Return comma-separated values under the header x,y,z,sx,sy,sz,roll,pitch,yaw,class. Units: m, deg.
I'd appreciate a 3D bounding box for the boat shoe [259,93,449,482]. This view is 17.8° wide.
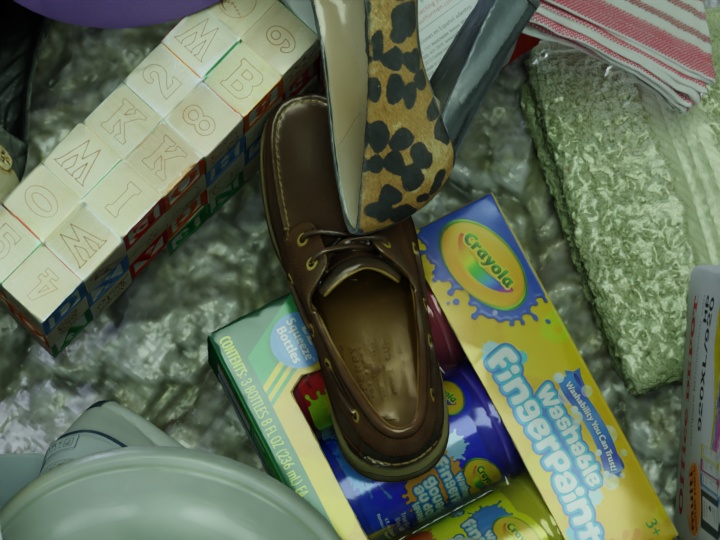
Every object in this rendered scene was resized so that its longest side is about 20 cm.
x,y,z,sx,sy,sz,roll,pitch,yaw,class
0.000,0.000,1.122,0.072,0.068,0.201,-15,74,-6,boat shoe

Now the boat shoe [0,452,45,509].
x,y,z,sx,sy,sz,roll,pitch,yaw,class
-0.207,0.137,1.147,0.198,0.068,0.074,-2,69,-29,boat shoe

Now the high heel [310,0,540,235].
x,y,z,sx,sy,sz,roll,pitch,yaw,class
-0.025,-0.115,1.066,0.199,0.071,0.143,32,85,-19,high heel

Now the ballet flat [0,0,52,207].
x,y,z,sx,sy,sz,roll,pitch,yaw,class
-0.185,-0.110,1.181,0.057,0.067,0.201,-20,47,21,ballet flat

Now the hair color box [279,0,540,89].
x,y,z,sx,sy,sz,roll,pitch,yaw,class
-0.006,-0.172,1.206,0.111,0.064,0.200,-36,82,-9,hair color box

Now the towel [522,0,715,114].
x,y,z,sx,sy,sz,roll,pitch,yaw,class
0.116,-0.188,1.212,0.146,0.030,0.201,21,49,-35,towel

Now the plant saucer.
x,y,z,sx,sy,sz,roll,pitch,yaw,class
-0.094,0.180,1.093,0.199,0.050,0.201,2,118,3,plant saucer

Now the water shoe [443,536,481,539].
x,y,z,sx,sy,sz,roll,pitch,yaw,class
0.060,0.222,1.091,0.071,0.079,0.201,-12,116,-16,water shoe

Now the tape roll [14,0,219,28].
x,y,z,sx,sy,sz,roll,pitch,yaw,class
-0.119,-0.224,1.150,0.199,0.066,0.201,-4,67,9,tape roll

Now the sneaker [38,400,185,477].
x,y,z,sx,sy,sz,roll,pitch,yaw,class
-0.069,0.138,1.149,0.200,0.073,0.071,45,36,-13,sneaker

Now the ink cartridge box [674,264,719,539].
x,y,z,sx,sy,sz,roll,pitch,yaw,class
0.242,0.078,1.106,0.144,0.200,0.148,4,94,-3,ink cartridge box

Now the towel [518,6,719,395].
x,y,z,sx,sy,sz,roll,pitch,yaw,class
0.175,-0.042,1.234,0.147,0.037,0.201,-14,77,-6,towel

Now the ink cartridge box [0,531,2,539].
x,y,z,sx,sy,sz,roll,pitch,yaw,class
-0.218,0.183,1.028,0.082,0.201,0.147,3,35,-21,ink cartridge box

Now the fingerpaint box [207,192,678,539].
x,y,z,sx,sy,sz,roll,pitch,yaw,class
0.039,0.089,1.172,0.166,0.073,0.201,-26,79,-9,fingerpaint box

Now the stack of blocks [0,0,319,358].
x,y,z,sx,sy,sz,roll,pitch,yaw,class
-0.109,-0.050,1.177,0.059,0.115,0.200,42,78,8,stack of blocks
